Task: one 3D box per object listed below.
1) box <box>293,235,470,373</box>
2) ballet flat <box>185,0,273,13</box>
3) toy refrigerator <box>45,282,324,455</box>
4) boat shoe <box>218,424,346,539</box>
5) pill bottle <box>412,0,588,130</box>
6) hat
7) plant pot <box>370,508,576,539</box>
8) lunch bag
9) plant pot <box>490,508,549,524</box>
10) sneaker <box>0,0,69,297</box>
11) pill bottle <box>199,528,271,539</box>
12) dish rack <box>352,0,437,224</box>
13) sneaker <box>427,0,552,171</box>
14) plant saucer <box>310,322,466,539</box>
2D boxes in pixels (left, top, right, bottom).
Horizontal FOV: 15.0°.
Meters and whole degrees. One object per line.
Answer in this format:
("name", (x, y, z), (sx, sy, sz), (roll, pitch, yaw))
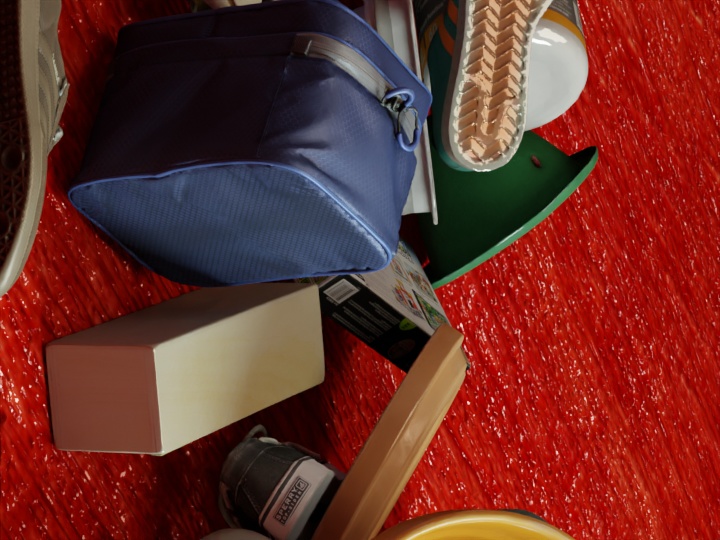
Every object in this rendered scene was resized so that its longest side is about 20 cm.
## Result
("box", (0.000, 0.000, 1.810), (0.200, 0.035, 0.110), (38, 22, -57))
("ballet flat", (-0.074, -0.166, 1.635), (0.067, 0.064, 0.200), (-30, 150, -11))
("toy refrigerator", (-0.100, 0.058, 1.630), (0.200, 0.075, 0.070), (-20, 108, -62))
("boat shoe", (-0.056, 0.140, 1.718), (0.074, 0.068, 0.199), (-57, 172, -2))
("pill bottle", (0.091, -0.204, 1.914), (0.116, 0.116, 0.201), (52, 25, -50))
("hat", (0.056, -0.105, 1.949), (0.176, 0.165, 0.200), (53, 6, -6))
("plant pot", (0.048, 0.242, 1.651), (0.183, 0.199, 0.202), (168, -76, -75))
("lunch bag", (-0.055, -0.082, 1.582), (0.136, 0.199, 0.133), (44, 50, -48))
("plant pot", (0.047, 0.260, 1.830), (0.134, 0.200, 0.202), (3, 87, -29))
("sneaker", (-0.183, -0.078, 1.472), (0.075, 0.070, 0.201), (19, 74, -63))
("pill bottle", (-0.111, 0.224, 1.566), (0.200, 0.114, 0.115), (-33, 119, -59))
("dish rack", (0.020, -0.133, 1.827), (0.200, 0.043, 0.173), (-96, 180, -70))
("sneaker", (0.081, -0.164, 1.777), (0.071, 0.080, 0.201), (15, 90, -21))
("plant saucer", (0.016, 0.127, 1.757), (0.201, 0.032, 0.200), (-59, 175, -8))
